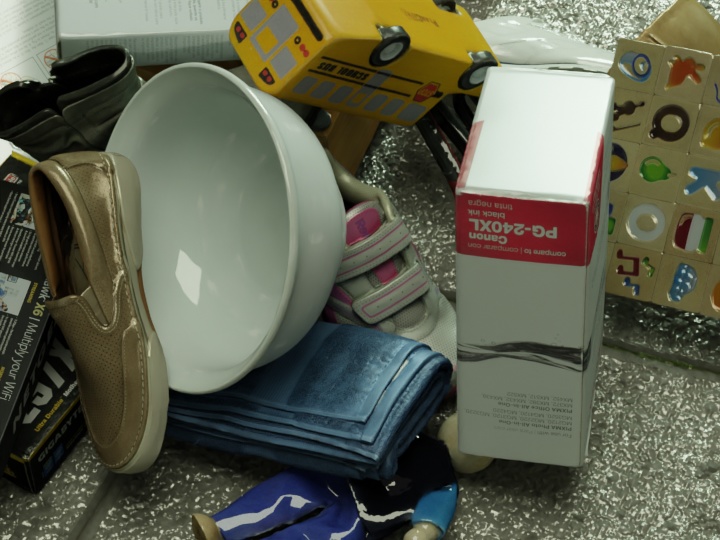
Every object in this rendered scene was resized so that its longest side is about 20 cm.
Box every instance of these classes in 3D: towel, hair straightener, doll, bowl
[{"bbox_3d":[-0.050,0.069,1.538,0.199,0.049,0.112,9,42,27],"label":"towel"},{"bbox_3d":[0.087,-0.078,1.657,0.077,0.041,0.200,-26,70,-18],"label":"hair straightener"},{"bbox_3d":[-0.004,0.135,1.521,0.199,0.049,0.137,-23,49,-15],"label":"doll"},{"bbox_3d":[-0.072,-0.026,1.505,0.090,0.201,0.201,-1,45,-41],"label":"bowl"}]

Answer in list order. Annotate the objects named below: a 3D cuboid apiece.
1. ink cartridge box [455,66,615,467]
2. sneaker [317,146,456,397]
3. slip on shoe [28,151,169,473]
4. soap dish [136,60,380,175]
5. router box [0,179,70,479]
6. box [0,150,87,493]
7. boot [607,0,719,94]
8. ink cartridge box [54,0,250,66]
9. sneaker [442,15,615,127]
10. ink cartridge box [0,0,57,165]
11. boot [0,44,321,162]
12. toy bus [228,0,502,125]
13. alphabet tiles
[{"bbox_3d":[0.107,-0.001,1.497,0.083,0.201,0.145,5,36,9],"label":"ink cartridge box"},{"bbox_3d":[0.000,0.000,1.584,0.200,0.088,0.081,45,65,9],"label":"sneaker"},{"bbox_3d":[-0.165,0.025,1.498,0.060,0.076,0.201,0,85,-42],"label":"slip on shoe"},{"bbox_3d":[-0.078,-0.145,1.699,0.199,0.081,0.158,21,57,8],"label":"soap dish"},{"bbox_3d":[-0.273,0.028,1.535,0.157,0.052,0.201,16,56,2],"label":"router box"},{"bbox_3d":[-0.223,0.031,1.607,0.159,0.049,0.200,27,58,18],"label":"box"},{"bbox_3d":[0.237,-0.067,1.616,0.200,0.066,0.175,44,51,3],"label":"boot"},{"bbox_3d":[-0.111,-0.228,1.655,0.199,0.041,0.200,-4,57,-5],"label":"ink cartridge box"},{"bbox_3d":[0.134,-0.141,1.712,0.199,0.077,0.081,12,45,9],"label":"sneaker"},{"bbox_3d":[-0.257,-0.146,1.744,0.200,0.044,0.174,-31,83,-21],"label":"ink cartridge box"},{"bbox_3d":[-0.129,-0.104,1.564,0.199,0.131,0.068,-23,60,8],"label":"boot"},{"bbox_3d":[0.009,-0.142,1.572,0.078,0.200,0.065,-43,64,23],"label":"toy bus"},{"bbox_3d":[0.209,-0.059,1.577,0.199,0.006,0.167,13,87,25],"label":"alphabet tiles"}]
